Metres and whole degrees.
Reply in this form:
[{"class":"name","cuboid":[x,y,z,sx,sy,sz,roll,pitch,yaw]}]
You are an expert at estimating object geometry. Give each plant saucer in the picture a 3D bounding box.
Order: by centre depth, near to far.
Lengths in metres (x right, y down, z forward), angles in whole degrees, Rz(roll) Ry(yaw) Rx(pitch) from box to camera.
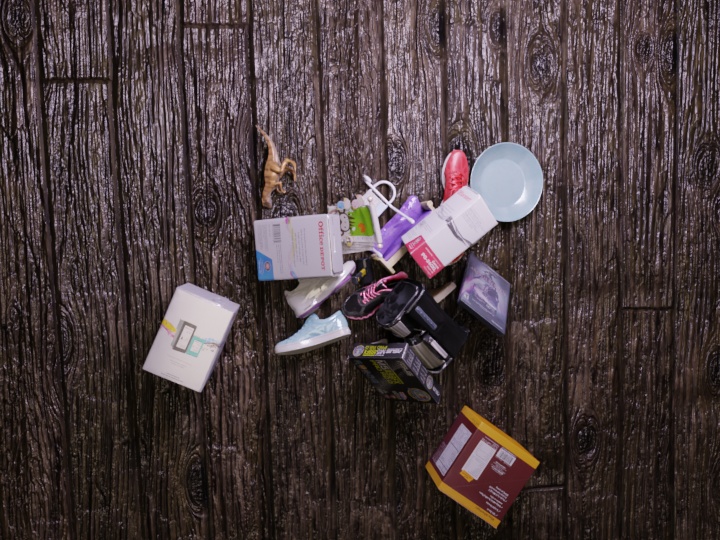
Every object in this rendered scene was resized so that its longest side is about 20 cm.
[{"class":"plant saucer","cuboid":[0.377,-0.230,1.439,0.197,0.039,0.205,-1,94,-8]}]

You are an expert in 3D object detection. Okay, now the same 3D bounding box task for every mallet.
[{"class":"mallet","cuboid":[0.000,0.000,1.327,0.040,0.200,0.067,-7,89,9]}]

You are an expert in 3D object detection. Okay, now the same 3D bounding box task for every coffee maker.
[{"class":"coffee maker","cuboid":[0.158,0.113,1.324,0.200,0.134,0.193,47,57,-27]}]

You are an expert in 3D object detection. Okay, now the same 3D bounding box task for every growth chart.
[{"class":"growth chart","cuboid":[-0.031,-0.101,1.336,0.198,0.018,0.147,-11,104,38]}]

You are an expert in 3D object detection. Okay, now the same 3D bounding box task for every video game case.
[{"class":"video game case","cuboid":[0.316,0.056,1.387,0.142,0.201,0.019,37,130,-9]}]

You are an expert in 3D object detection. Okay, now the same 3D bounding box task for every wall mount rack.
[{"class":"wall mount rack","cuboid":[0.031,-0.131,1.370,0.174,0.075,0.200,44,88,5]}]

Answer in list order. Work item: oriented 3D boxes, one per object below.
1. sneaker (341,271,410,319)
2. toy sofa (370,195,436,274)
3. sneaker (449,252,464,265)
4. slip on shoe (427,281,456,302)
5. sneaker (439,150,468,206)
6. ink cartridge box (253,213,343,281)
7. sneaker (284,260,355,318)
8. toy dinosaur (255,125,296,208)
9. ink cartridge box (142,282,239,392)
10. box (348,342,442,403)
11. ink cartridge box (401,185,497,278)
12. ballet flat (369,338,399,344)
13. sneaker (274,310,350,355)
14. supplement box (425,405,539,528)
[{"class":"sneaker","cuboid":[0.042,0.055,1.371,0.197,0.096,0.080,-23,65,0]},{"class":"toy sofa","cuboid":[0.108,-0.095,1.390,0.098,0.083,0.200,45,88,-9]},{"class":"sneaker","cuboid":[0.264,-0.078,1.398,0.200,0.108,0.068,-34,98,-4]},{"class":"slip on shoe","cuboid":[0.155,0.079,1.418,0.199,0.076,0.061,-35,80,0]},{"class":"sneaker","cuboid":[0.249,-0.207,1.384,0.077,0.116,0.204,4,93,-8]},{"class":"ink cartridge box","cuboid":[-0.146,-0.055,1.319,0.197,0.085,0.147,-3,93,19]},{"class":"sneaker","cuboid":[-0.101,0.027,1.374,0.199,0.075,0.100,-37,81,-11]},{"class":"toy dinosaur","cuboid":[-0.210,-0.256,1.347,0.104,0.060,0.204,2,93,-6]},{"class":"ink cartridge box","cuboid":[-0.395,0.153,1.307,0.144,0.147,0.202,24,90,-8]},{"class":"box","cuboid":[0.087,0.252,1.341,0.201,0.158,0.045,53,47,-35]},{"class":"ink cartridge box","cuboid":[0.203,-0.092,1.271,0.199,0.145,0.084,-39,106,8]},{"class":"ballet flat","cuboid":[0.074,0.216,1.423,0.197,0.072,0.073,16,92,-9]},{"class":"sneaker","cuboid":[-0.127,0.156,1.391,0.197,0.074,0.083,-16,73,-6]},{"class":"supplement box","cuboid":[0.313,0.508,1.432,0.196,0.133,0.201,35,89,-9]}]
